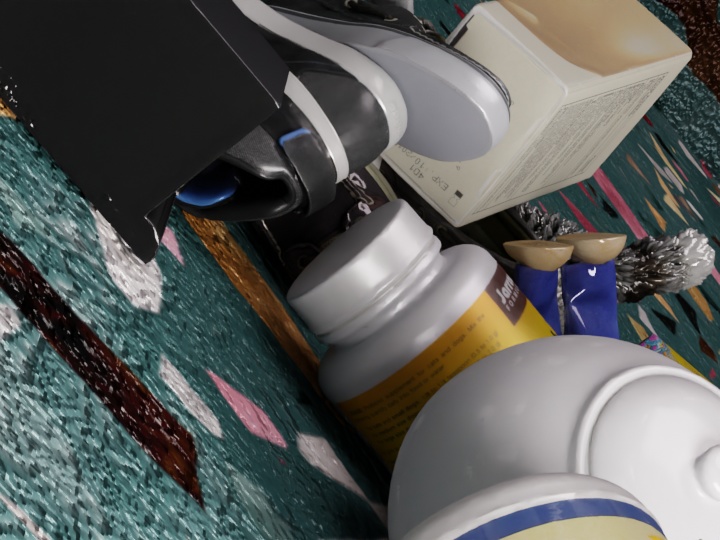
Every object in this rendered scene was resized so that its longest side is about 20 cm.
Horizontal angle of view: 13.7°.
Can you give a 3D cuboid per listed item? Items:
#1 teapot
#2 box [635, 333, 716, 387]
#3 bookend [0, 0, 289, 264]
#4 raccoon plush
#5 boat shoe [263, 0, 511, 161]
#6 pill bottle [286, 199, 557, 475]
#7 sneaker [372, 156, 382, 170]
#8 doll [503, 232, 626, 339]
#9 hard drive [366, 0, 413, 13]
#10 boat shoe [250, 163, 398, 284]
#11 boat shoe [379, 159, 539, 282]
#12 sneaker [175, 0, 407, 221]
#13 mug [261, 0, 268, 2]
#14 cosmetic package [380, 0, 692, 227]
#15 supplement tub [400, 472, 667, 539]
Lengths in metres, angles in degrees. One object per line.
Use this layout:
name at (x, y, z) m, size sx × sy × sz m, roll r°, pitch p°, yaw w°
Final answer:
teapot at (0.116, 0.111, 1.361) m, size 0.197 × 0.146 × 0.200 m, roll 36°, pitch 55°, yaw -20°
box at (0.203, 0.174, 1.712) m, size 0.200 × 0.122 × 0.193 m, roll 37°, pitch 21°, yaw -51°
bookend at (-0.085, -0.148, 1.377) m, size 0.199 × 0.200 × 0.092 m, roll 49°, pitch 13°, yaw -12°
raccoon plush at (0.121, 0.020, 1.738) m, size 0.134 × 0.199 × 0.097 m, roll -110°, pitch -175°, yaw -57°
boat shoe at (0.010, -0.111, 1.545) m, size 0.200 × 0.057 × 0.069 m, roll 21°, pitch -37°, yaw 44°
pill bottle at (0.055, 0.064, 1.500) m, size 0.200 × 0.109 × 0.109 m, roll 50°, pitch 12°, yaw -10°
sneaker at (-0.051, -0.083, 1.686) m, size 0.073 × 0.085 × 0.200 m, roll -7°, pitch 29°, yaw -24°
doll at (0.107, 0.083, 1.600) m, size 0.136 × 0.048 × 0.201 m, roll -8°, pitch 98°, yaw -39°
hard drive at (0.015, -0.181, 1.677) m, size 0.200 × 0.026 × 0.132 m, roll 80°, pitch 6°, yaw -75°
boat shoe at (0.000, 0.000, 1.580) m, size 0.200 × 0.072 × 0.065 m, roll 55°, pitch 6°, yaw -14°
boat shoe at (0.044, -0.045, 1.686) m, size 0.072 × 0.066 × 0.201 m, roll -13°, pitch 52°, yaw -39°
sneaker at (-0.084, -0.088, 1.522) m, size 0.200 × 0.112 × 0.073 m, roll 24°, pitch -39°, yaw 36°
mug at (-0.085, -0.225, 1.667) m, size 0.114 × 0.152 × 0.186 m, roll -59°, pitch 143°, yaw -71°
cosmetic package at (0.096, -0.096, 1.647) m, size 0.071 × 0.105 × 0.200 m, roll 44°, pitch 23°, yaw 12°
supplement tub at (0.090, 0.195, 1.174) m, size 0.144 × 0.144 × 0.200 m, roll 38°, pitch 19°, yaw -50°
